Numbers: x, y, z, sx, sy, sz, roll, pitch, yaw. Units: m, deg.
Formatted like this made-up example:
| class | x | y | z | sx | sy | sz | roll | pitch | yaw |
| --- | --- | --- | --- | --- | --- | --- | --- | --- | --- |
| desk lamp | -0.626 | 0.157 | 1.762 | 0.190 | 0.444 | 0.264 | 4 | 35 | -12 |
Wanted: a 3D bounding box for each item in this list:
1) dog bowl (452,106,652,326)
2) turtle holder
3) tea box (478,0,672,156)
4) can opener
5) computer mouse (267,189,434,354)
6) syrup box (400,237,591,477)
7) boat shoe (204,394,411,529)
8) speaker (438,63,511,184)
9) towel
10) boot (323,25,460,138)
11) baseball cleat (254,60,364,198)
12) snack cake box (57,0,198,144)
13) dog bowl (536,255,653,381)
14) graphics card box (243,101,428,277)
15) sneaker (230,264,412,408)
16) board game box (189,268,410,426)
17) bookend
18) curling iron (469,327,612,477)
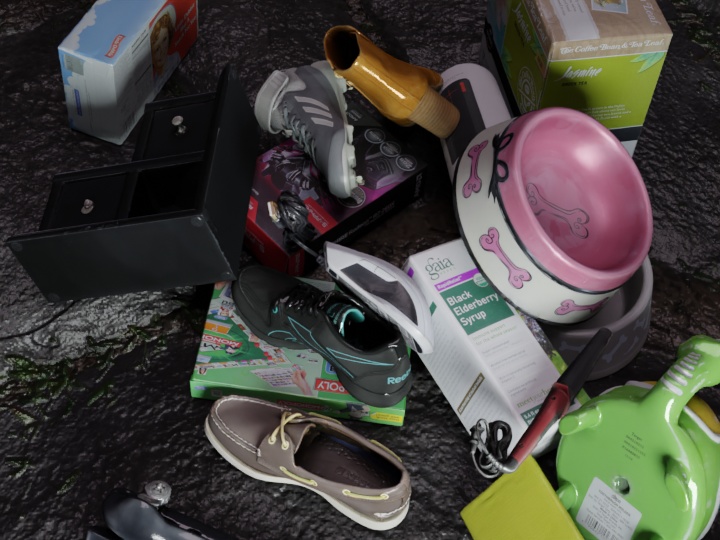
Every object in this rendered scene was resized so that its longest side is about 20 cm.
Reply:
| class | x | y | z | sx | sy | sz | roll | pitch | yaw |
| --- | --- | --- | --- | --- | --- | --- | --- | --- | --- |
| dog bowl | 0.183 | -0.058 | 1.059 | 0.197 | 0.074 | 0.204 | 15 | 60 | -28 |
| turtle holder | 0.240 | 0.145 | 0.971 | 0.139 | 0.189 | 0.131 | 3 | 15 | 44 |
| tea box | 0.223 | -0.241 | 1.261 | 0.131 | 0.198 | 0.202 | -6 | 51 | -10 |
| can opener | -0.126 | 0.231 | 0.950 | 0.197 | 0.080 | 0.063 | 18 | 13 | 5 |
| computer mouse | 0.000 | 0.000 | 1.050 | 0.199 | 0.110 | 0.044 | 39 | 78 | 19 |
| syrup box | 0.113 | 0.073 | 1.054 | 0.078 | 0.082 | 0.202 | -19 | 63 | -29 |
| boat shoe | -0.046 | 0.154 | 1.007 | 0.197 | 0.060 | 0.072 | 25 | 54 | 14 |
| speaker | 0.122 | -0.138 | 1.211 | 0.080 | 0.082 | 0.201 | 1 | 34 | -5 |
| towel | 0.159 | 0.255 | 0.943 | 0.086 | 0.018 | 0.201 | -42 | 55 | 17 |
| boot | 0.020 | -0.210 | 1.221 | 0.143 | 0.071 | 0.201 | 33 | 9 | -22 |
| baseball cleat | -0.054 | -0.139 | 1.183 | 0.104 | 0.071 | 0.202 | -6 | 41 | -1 |
| snack cake box | -0.249 | -0.252 | 1.278 | 0.066 | 0.116 | 0.202 | 18 | 51 | 10 |
| dog bowl | 0.196 | 0.010 | 1.148 | 0.196 | 0.059 | 0.203 | 3 | 51 | -4 |
| graphics card box | -0.041 | -0.084 | 1.205 | 0.199 | 0.051 | 0.125 | -33 | 60 | -28 |
| sneaker | -0.033 | 0.041 | 1.052 | 0.198 | 0.080 | 0.076 | 30 | 56 | 19 |
| board game box | -0.050 | 0.069 | 1.096 | 0.196 | 0.029 | 0.136 | 8 | 52 | 1 |
| bookend | -0.210 | -0.084 | 1.126 | 0.195 | 0.093 | 0.202 | -6 | 49 | 15 |
| curling iron | 0.158 | 0.103 | 0.978 | 0.050 | 0.026 | 0.199 | 45 | 55 | 12 |
